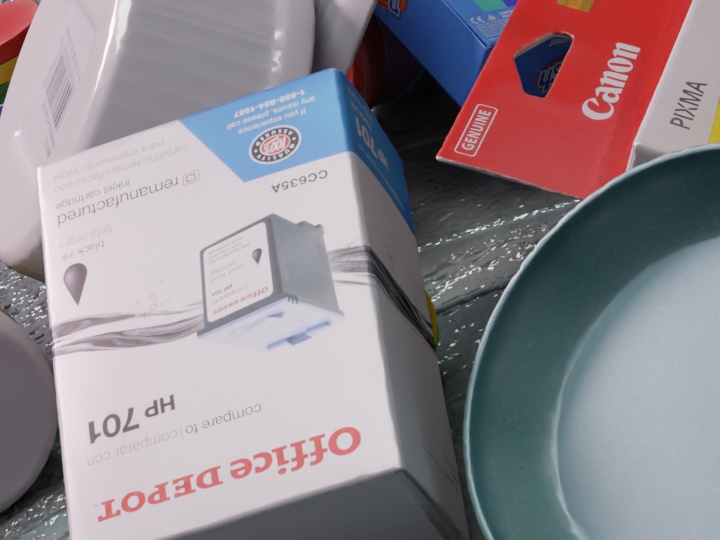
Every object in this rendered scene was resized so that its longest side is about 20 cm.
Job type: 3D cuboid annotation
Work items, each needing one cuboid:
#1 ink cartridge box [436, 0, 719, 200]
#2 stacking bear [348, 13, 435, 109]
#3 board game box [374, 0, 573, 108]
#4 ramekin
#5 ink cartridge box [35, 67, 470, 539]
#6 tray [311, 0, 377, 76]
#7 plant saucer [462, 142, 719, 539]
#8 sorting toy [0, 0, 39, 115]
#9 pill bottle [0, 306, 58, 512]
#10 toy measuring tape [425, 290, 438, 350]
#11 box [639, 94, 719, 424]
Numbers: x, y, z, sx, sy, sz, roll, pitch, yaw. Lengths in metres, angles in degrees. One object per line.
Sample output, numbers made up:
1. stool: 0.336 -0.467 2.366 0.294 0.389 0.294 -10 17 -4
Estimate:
1. ink cartridge box: 0.147 -0.092 1.291 0.176 0.045 0.200 18 38 8
2. stacking bear: 0.024 -0.159 1.533 0.114 0.122 0.200 30 44 27
3. board game box: 0.066 -0.166 1.436 0.152 0.045 0.200 -13 47 -31
4. ramekin: -0.108 -0.076 1.371 0.201 0.097 0.201 -49 31 45
5. ink cartridge box: -0.048 0.035 1.166 0.146 0.086 0.201 -18 54 12
6. tray: -0.044 -0.080 1.387 0.022 0.201 0.107 16 14 -25
7. plant saucer: 0.132 0.049 1.063 0.199 0.036 0.201 -16 59 29
8. sorting toy: -0.148 -0.141 1.675 0.199 0.070 0.199 6 39 44
9. pill bottle: -0.229 0.042 1.358 0.113 0.113 0.200 -31 28 -14
10. toy measuring tape: 0.000 0.000 1.272 0.073 0.074 0.201 -15 48 17
11. box: 0.192 -0.019 1.125 0.117 0.048 0.201 -3 56 35
